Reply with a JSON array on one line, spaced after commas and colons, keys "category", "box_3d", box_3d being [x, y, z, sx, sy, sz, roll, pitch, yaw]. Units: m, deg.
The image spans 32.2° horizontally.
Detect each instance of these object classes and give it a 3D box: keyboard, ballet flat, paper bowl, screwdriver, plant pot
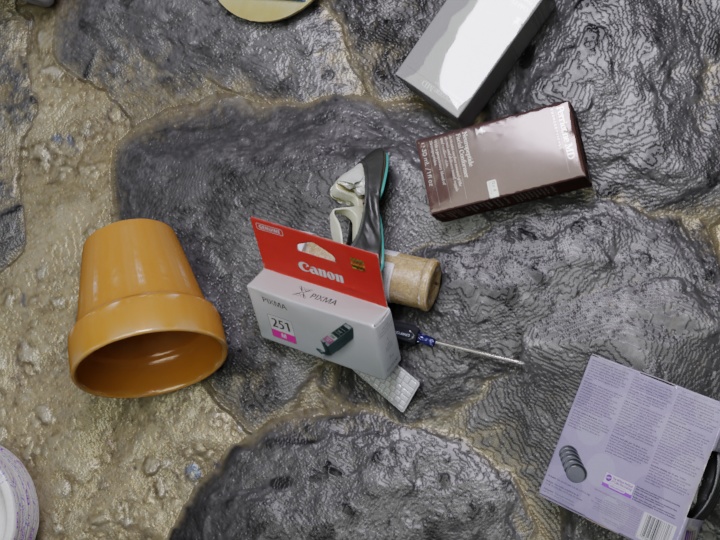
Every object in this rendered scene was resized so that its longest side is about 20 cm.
[{"category": "keyboard", "box_3d": [-0.009, 0.100, 1.601, 0.200, 0.011, 0.056, 39, 134, 16]}, {"category": "ballet flat", "box_3d": [-0.002, -0.081, 1.560, 0.068, 0.068, 0.201, 15, 52, -16]}, {"category": "paper bowl", "box_3d": [-0.531, 0.331, 1.702, 0.200, 0.104, 0.202, -2, 84, 16]}, {"category": "screwdriver", "box_3d": [0.108, 0.097, 1.570, 0.199, 0.028, 0.029, 18, 61, 21]}, {"category": "plant pot", "box_3d": [-0.286, 0.042, 1.624, 0.200, 0.200, 0.184, -22, 63, 14]}]

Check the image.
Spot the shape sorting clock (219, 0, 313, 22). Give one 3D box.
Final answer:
[{"category": "shape sorting clock", "box_3d": [-0.120, -0.434, 1.687, 0.199, 0.039, 0.201, -1, 85, 18]}]

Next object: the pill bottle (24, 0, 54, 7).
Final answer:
[{"category": "pill bottle", "box_3d": [-0.455, -0.484, 1.754, 0.115, 0.116, 0.201, 20, 90, 18]}]

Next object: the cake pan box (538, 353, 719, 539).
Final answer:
[{"category": "cake pan box", "box_3d": [0.325, 0.214, 1.447, 0.200, 0.052, 0.185, 20, 92, 41]}]

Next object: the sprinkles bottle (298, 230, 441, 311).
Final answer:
[{"category": "sprinkles bottle", "box_3d": [0.000, 0.000, 1.593, 0.199, 0.068, 0.069, 12, 88, 17]}]

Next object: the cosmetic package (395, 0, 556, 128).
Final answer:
[{"category": "cosmetic package", "box_3d": [0.146, -0.291, 1.570, 0.107, 0.090, 0.200, 35, 92, 14]}]

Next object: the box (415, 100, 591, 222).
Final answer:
[{"category": "box", "box_3d": [0.177, -0.133, 1.552, 0.199, 0.075, 0.101, -14, 80, 13]}]

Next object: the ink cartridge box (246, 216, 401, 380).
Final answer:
[{"category": "ink cartridge box", "box_3d": [-0.053, 0.035, 1.541, 0.199, 0.174, 0.044, 17, 48, 31]}]
